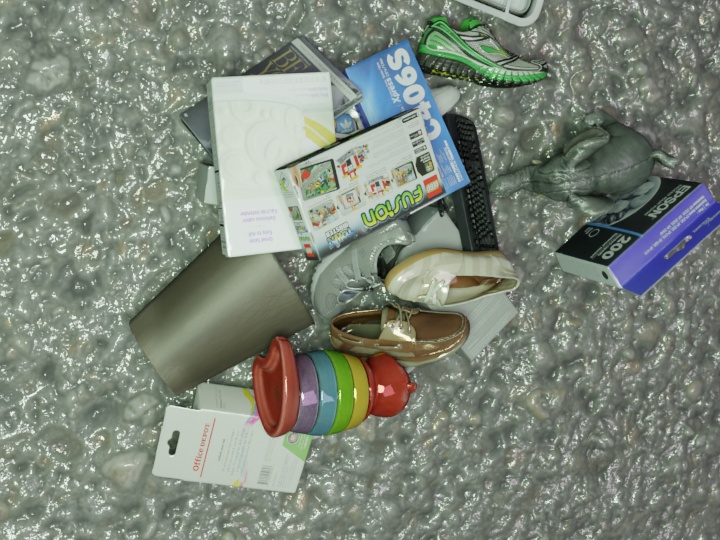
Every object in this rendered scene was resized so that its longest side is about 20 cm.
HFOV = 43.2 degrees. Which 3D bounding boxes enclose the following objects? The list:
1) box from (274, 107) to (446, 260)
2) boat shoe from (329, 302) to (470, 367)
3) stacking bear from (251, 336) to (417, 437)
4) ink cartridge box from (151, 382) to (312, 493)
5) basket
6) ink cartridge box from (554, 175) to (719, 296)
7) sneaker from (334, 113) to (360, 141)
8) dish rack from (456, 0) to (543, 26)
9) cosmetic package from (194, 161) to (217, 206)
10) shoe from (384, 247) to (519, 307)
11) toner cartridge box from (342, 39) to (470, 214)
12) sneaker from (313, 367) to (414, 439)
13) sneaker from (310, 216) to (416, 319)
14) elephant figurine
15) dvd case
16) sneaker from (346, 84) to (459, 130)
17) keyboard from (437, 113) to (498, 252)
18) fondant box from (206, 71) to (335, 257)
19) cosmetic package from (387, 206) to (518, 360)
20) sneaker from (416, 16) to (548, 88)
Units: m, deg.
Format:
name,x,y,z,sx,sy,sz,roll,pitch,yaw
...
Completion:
name,x,y,z,sx,sy,sz,roll,pitch,yaw
box,0.004,-0.103,1.063,0.198,0.034,0.112,-28,106,-29
boat shoe,0.049,0.083,1.223,0.195,0.077,0.073,-10,133,14
stacking bear,-0.026,0.151,1.167,0.196,0.121,0.116,1,67,-26
ink cartridge box,-0.169,0.219,1.205,0.196,0.068,0.119,11,114,-17
basket,-0.184,0.054,1.163,0.198,0.136,0.182,-34,121,-8
ink cartridge box,0.408,-0.057,1.320,0.197,0.200,0.044,-40,112,-10
sneaker,-0.023,-0.143,1.146,0.074,0.200,0.091,-15,137,-43
dish rack,0.175,-0.447,1.261,0.196,0.043,0.176,14,94,-21
cosmetic package,-0.112,-0.100,1.190,0.196,0.082,0.052,8,95,-20
shoe,0.125,0.011,1.202,0.196,0.054,0.071,-7,134,-27
toner cartridge box,0.059,-0.184,1.182,0.094,0.043,0.203,-26,95,-8
sneaker,-0.009,0.166,1.268,0.199,0.080,0.077,-40,112,-5
sneaker,0.000,0.000,1.207,0.074,0.083,0.201,-4,138,-45
elephant figurine,0.312,-0.134,1.286,0.198,0.156,0.143,-24,71,-36
dvd case,-0.114,-0.207,1.150,0.198,0.149,0.016,-35,146,-11
sneaker,0.044,-0.236,1.228,0.196,0.075,0.102,-15,104,-17
keyboard,0.139,-0.118,1.256,0.125,0.020,0.205,-2,78,-44
fondant box,-0.100,-0.125,1.070,0.141,0.058,0.205,-6,97,-16
cosmetic package,0.121,0.017,1.291,0.106,0.090,0.201,-41,106,-10
sneaker,0.176,-0.304,1.265,0.196,0.078,0.087,8,95,-20
